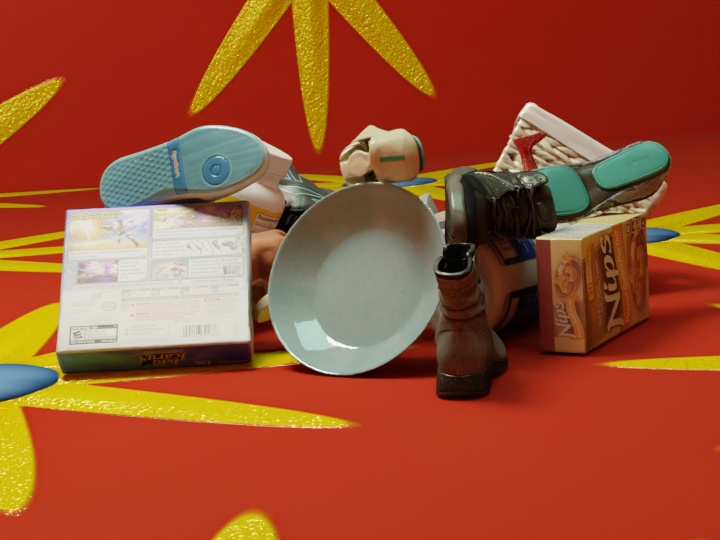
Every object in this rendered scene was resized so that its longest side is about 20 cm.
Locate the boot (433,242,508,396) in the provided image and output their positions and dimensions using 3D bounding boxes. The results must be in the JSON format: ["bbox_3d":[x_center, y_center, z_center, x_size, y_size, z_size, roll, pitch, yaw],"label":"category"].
[{"bbox_3d":[0.103,0.035,1.526,0.067,0.133,0.200,-2,9,7],"label":"boot"}]

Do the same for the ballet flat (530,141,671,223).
[{"bbox_3d":[0.243,-0.083,1.760,0.198,0.073,0.072,-16,11,-11],"label":"ballet flat"}]

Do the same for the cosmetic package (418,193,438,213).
[{"bbox_3d":[0.054,-0.029,2.013,0.106,0.091,0.200,-26,4,9],"label":"cosmetic package"}]

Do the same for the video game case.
[{"bbox_3d":[-0.211,0.016,1.685,0.197,0.183,0.046,-3,-35,-1],"label":"video game case"}]

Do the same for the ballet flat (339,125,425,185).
[{"bbox_3d":[0.010,-0.115,1.679,0.069,0.070,0.200,-5,0,-13],"label":"ballet flat"}]

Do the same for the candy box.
[{"bbox_3d":[0.244,0.009,1.685,0.055,0.117,0.199,0,9,28],"label":"candy box"}]

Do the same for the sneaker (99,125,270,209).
[{"bbox_3d":[-0.172,-0.095,1.777,0.198,0.081,0.130,-10,-19,20],"label":"sneaker"}]

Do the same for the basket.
[{"bbox_3d":[0.249,-0.088,1.959,0.199,0.124,0.136,31,-10,5],"label":"basket"}]

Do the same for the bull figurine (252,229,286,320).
[{"bbox_3d":[-0.161,0.010,1.810,0.198,0.123,0.065,-8,9,-26],"label":"bull figurine"}]

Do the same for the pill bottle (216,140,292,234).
[{"bbox_3d":[-0.157,-0.057,1.899,0.111,0.202,0.112,24,8,-4],"label":"pill bottle"}]

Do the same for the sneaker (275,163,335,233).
[{"bbox_3d":[-0.092,-0.088,1.968,0.198,0.076,0.079,24,27,-1],"label":"sneaker"}]

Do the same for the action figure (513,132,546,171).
[{"bbox_3d":[0.246,-0.063,1.853,0.098,0.203,0.065,-14,-1,17],"label":"action figure"}]

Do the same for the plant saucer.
[{"bbox_3d":[0.002,0.012,1.613,0.199,0.204,0.039,2,-18,28],"label":"plant saucer"}]

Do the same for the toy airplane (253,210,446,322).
[{"bbox_3d":[0.000,0.000,1.748,0.199,0.142,0.199,-30,-8,22],"label":"toy airplane"}]

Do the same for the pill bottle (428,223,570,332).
[{"bbox_3d":[0.157,0.001,1.757,0.119,0.121,0.199,4,11,40],"label":"pill bottle"}]

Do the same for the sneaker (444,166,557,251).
[{"bbox_3d":[0.138,-0.062,1.612,0.113,0.077,0.199,1,10,9],"label":"sneaker"}]
